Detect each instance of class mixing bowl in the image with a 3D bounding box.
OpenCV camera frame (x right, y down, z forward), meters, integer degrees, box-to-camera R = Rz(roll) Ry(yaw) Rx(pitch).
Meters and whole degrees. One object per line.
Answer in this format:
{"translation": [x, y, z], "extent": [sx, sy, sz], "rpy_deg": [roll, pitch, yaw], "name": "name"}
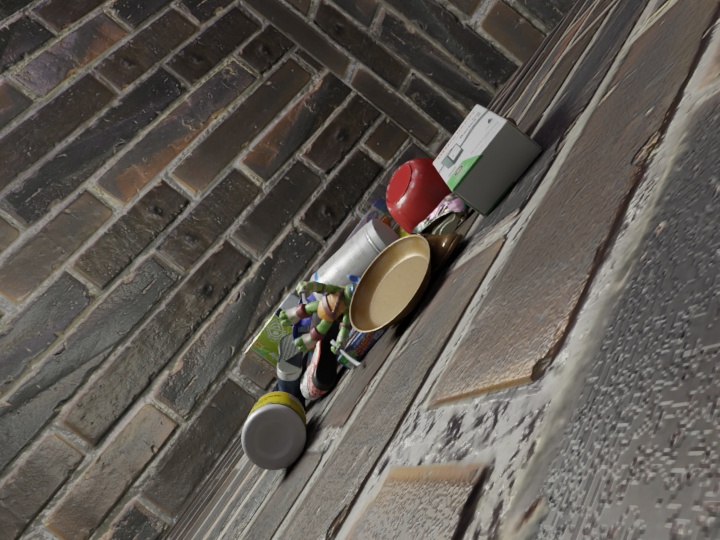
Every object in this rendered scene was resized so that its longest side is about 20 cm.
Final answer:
{"translation": [0.128, -0.174, 1.251], "extent": [0.200, 0.108, 0.201], "rpy_deg": [-44, 35, 42], "name": "mixing bowl"}

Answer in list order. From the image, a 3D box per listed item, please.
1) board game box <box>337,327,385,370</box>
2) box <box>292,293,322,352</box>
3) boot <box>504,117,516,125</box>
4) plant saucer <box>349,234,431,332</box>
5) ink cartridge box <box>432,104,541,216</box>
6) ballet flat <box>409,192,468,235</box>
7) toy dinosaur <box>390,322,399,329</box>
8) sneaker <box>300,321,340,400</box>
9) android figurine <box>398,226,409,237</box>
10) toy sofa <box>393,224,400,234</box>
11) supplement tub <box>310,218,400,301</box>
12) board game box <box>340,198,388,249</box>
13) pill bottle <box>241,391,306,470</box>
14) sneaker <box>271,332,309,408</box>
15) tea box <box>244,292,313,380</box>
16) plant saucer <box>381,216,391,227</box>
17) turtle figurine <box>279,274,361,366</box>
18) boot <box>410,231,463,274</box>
{"translation": [0.021, 0.111, 1.170], "extent": [0.135, 0.034, 0.200], "rpy_deg": [-51, 3, 18], "name": "board game box"}
{"translation": [-0.099, 0.128, 1.302], "extent": [0.200, 0.041, 0.119], "rpy_deg": [48, -130, -66], "name": "box"}
{"translation": [0.258, -0.224, 1.188], "extent": [0.200, 0.074, 0.155], "rpy_deg": [-57, 5, 41], "name": "boot"}
{"translation": [0.059, 0.029, 0.983], "extent": [0.200, 0.035, 0.201], "rpy_deg": [-40, 28, 27], "name": "plant saucer"}
{"translation": [0.217, -0.203, 1.001], "extent": [0.146, 0.084, 0.200], "rpy_deg": [-52, 17, 17], "name": "ink cartridge box"}
{"translation": [0.156, -0.079, 1.163], "extent": [0.200, 0.069, 0.071], "rpy_deg": [-50, 23, 42], "name": "ballet flat"}
{"translation": [0.077, 0.048, 1.051], "extent": [0.106, 0.060, 0.200], "rpy_deg": [-63, 16, 3], "name": "toy dinosaur"}
{"translation": [-0.082, 0.189, 1.240], "extent": [0.108, 0.067, 0.202], "rpy_deg": [-51, 20, 48], "name": "sneaker"}
{"translation": [0.157, -0.126, 1.349], "extent": [0.182, 0.041, 0.201], "rpy_deg": [-25, 43, 47], "name": "android figurine"}
{"translation": [0.138, -0.103, 1.485], "extent": [0.200, 0.083, 0.098], "rpy_deg": [-53, -1, -10], "name": "toy sofa"}
{"translation": [0.000, 0.000, 1.208], "extent": [0.200, 0.132, 0.132], "rpy_deg": [-42, 6, 19], "name": "supplement tub"}
{"translation": [-0.015, -0.062, 1.451], "extent": [0.199, 0.043, 0.200], "rpy_deg": [-56, 0, -37], "name": "board game box"}
{"translation": [-0.158, 0.292, 1.052], "extent": [0.113, 0.112, 0.200], "rpy_deg": [-53, 3, -6], "name": "pill bottle"}
{"translation": [-0.160, 0.247, 1.326], "extent": [0.202, 0.077, 0.147], "rpy_deg": [-79, -9, -66], "name": "sneaker"}
{"translation": [-0.164, 0.196, 1.462], "extent": [0.197, 0.200, 0.134], "rpy_deg": [-54, 3, -9], "name": "tea box"}
{"translation": [0.021, -0.046, 1.407], "extent": [0.200, 0.037, 0.200], "rpy_deg": [-56, 0, 0], "name": "plant saucer"}
{"translation": [-0.088, 0.098, 1.094], "extent": [0.194, 0.144, 0.200], "rpy_deg": [-34, 32, 42], "name": "turtle figurine"}
{"translation": [0.123, -0.039, 1.020], "extent": [0.074, 0.075, 0.200], "rpy_deg": [-50, 4, -15], "name": "boot"}
